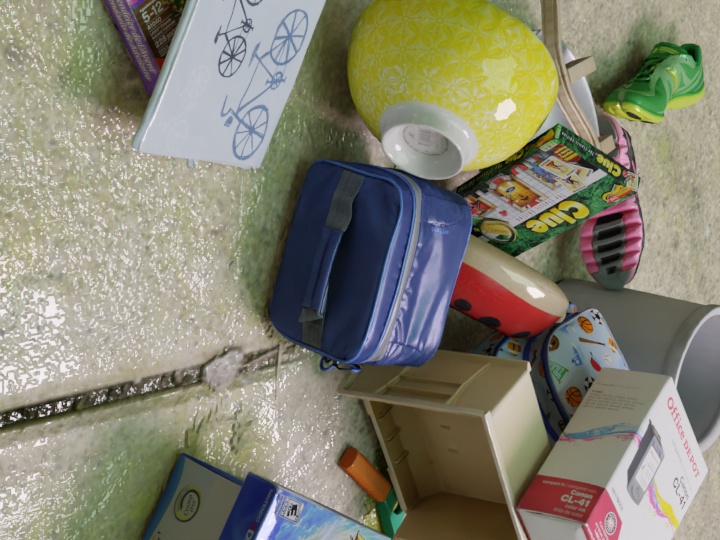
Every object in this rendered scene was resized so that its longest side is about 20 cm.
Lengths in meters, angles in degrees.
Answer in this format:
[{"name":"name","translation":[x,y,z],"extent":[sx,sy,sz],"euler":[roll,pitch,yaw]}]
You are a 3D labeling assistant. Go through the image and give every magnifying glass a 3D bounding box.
[{"name":"magnifying glass","translation":[0.035,0.248,1.603],"extent":[0.200,0.022,0.080],"euler":[49,63,-42]}]

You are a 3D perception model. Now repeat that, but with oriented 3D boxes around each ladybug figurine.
[{"name":"ladybug figurine","translation":[0.121,0.012,1.515],"extent":[0.199,0.136,0.072],"euler":[28,88,-11]}]

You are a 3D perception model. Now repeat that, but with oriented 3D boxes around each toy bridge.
[{"name":"toy bridge","translation":[0.218,-0.204,1.538],"extent":[0.067,0.027,0.201],"euler":[-32,109,-52]}]

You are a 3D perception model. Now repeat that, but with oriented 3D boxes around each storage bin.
[{"name":"storage bin","translation":[0.092,0.187,1.491],"extent":[0.094,0.198,0.201],"euler":[-43,125,-39]}]

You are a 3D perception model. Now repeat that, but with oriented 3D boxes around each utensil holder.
[{"name":"utensil holder","translation":[0.315,0.104,1.722],"extent":[0.170,0.199,0.171],"euler":[-19,115,-46]}]

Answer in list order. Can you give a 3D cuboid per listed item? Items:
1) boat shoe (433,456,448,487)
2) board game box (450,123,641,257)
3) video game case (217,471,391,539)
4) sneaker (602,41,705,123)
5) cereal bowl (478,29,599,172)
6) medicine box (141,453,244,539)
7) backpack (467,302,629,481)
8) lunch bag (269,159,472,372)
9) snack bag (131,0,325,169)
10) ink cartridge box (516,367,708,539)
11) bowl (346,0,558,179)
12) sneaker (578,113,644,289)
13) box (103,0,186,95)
[{"name":"boat shoe","translation":[0.141,0.187,1.670],"extent":[0.200,0.072,0.065],"euler":[-22,139,-50]},{"name":"board game box","translation":[0.168,-0.073,1.454],"extent":[0.104,0.200,0.024],"euler":[27,59,-21]},{"name":"video game case","translation":[-0.073,0.302,1.329],"extent":[0.181,0.045,0.201],"euler":[35,77,-49]},{"name":"sneaker","translation":[0.344,-0.224,1.751],"extent":[0.200,0.074,0.084],"euler":[-29,126,-50]},{"name":"cereal bowl","translation":[0.170,-0.146,1.552],"extent":[0.200,0.083,0.201],"euler":[16,70,-53]},{"name":"medicine box","translation":[-0.114,0.295,1.393],"extent":[0.200,0.103,0.183],"euler":[34,77,-48]},{"name":"backpack","translation":[0.195,0.138,1.589],"extent":[0.190,0.154,0.201],"euler":[-23,82,-37]},{"name":"lunch bag","translation":[0.000,0.000,1.395],"extent":[0.132,0.135,0.201],"euler":[9,97,-48]},{"name":"snack bag","translation":[-0.108,-0.174,1.246],"extent":[0.200,0.021,0.189],"euler":[-2,118,-62]},{"name":"ink cartridge box","translation":[0.251,0.216,1.466],"extent":[0.200,0.085,0.148],"euler":[-51,129,-32]},{"name":"bowl","translation":[0.072,-0.149,1.357],"extent":[0.200,0.199,0.108],"euler":[54,46,-43]},{"name":"sneaker","translation":[0.297,-0.079,1.726],"extent":[0.095,0.079,0.201],"euler":[-1,87,-63]},{"name":"box","translation":[-0.126,-0.256,1.241],"extent":[0.200,0.039,0.137],"euler":[-46,133,-27]}]
